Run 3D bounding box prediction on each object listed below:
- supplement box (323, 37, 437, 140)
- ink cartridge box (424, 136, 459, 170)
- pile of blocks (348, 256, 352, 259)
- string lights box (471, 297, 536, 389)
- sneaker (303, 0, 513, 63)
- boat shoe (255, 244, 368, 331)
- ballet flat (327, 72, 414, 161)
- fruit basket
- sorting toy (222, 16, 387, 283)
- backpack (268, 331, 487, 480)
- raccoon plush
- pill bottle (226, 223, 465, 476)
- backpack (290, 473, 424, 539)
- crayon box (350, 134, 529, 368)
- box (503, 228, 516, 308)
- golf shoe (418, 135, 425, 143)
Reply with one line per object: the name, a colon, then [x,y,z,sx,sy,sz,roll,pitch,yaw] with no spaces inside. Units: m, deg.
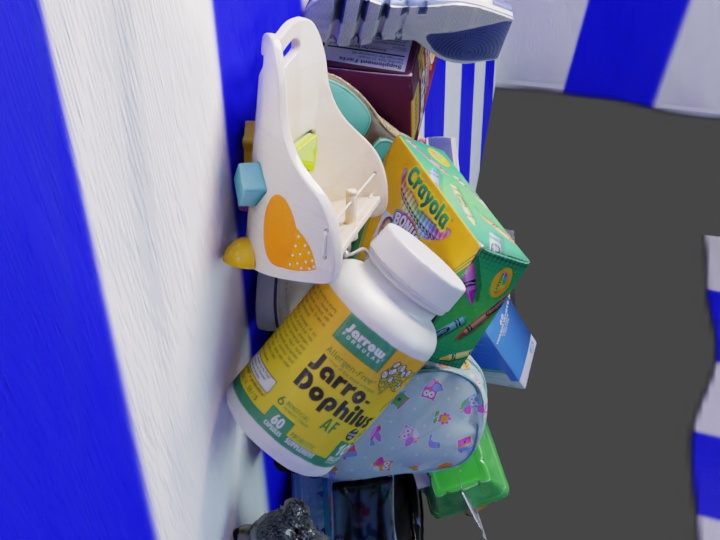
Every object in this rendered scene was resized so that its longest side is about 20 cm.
supplement box: [0.021,-0.229,1.361,0.131,0.103,0.200,88,14,-53]
ink cartridge box: [0.086,-0.017,1.531,0.200,0.043,0.197,102,-14,-59]
pile of blocks: [0.000,0.000,1.321,0.200,0.062,0.082,-6,106,-59]
string lights box: [0.104,0.056,1.361,0.200,0.103,0.059,52,51,-59]
sneaker: [0.045,-0.270,1.256,0.081,0.199,0.115,115,-23,-55]
boat shoe: [-0.037,-0.021,1.209,0.202,0.086,0.075,-74,167,-48]
ballet flat: [-0.007,-0.129,1.269,0.200,0.065,0.071,38,91,-38]
fruit basket: [0.098,0.204,1.457,0.200,0.094,0.186,80,-7,-73]
sorting toy: [-0.050,-0.105,1.056,0.200,0.107,0.180,-56,145,-70]
backpack: [0.016,0.120,1.245,0.127,0.199,0.167,-111,-158,-56]
raccoon plush: [-0.022,0.264,1.226,0.134,0.200,0.097,120,-32,-55]
pill bottle: [-0.009,0.063,1.096,0.200,0.113,0.113,-49,176,10]
backpack: [0.001,0.255,1.452,0.178,0.150,0.200,76,16,-63]
crayon box: [0.061,-0.020,1.201,0.119,0.058,0.200,-59,-146,21]
box: [0.116,0.054,1.621,0.200,0.043,0.161,-36,-132,55]
golf shoe: [0.020,-0.170,1.551,0.075,0.092,0.200,-42,143,-4]
